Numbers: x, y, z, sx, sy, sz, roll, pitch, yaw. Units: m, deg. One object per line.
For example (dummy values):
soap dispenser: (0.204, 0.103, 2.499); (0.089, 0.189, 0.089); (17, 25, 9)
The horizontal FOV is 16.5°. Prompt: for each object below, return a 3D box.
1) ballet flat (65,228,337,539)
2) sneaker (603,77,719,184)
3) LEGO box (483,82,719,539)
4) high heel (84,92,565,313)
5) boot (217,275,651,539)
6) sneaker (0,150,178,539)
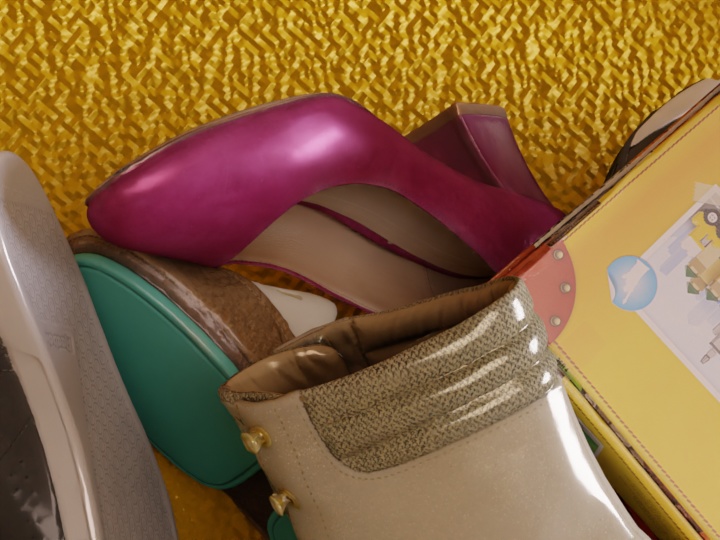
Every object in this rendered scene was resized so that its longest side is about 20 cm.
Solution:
ballet flat: (-0.016, 0.053, 0.805); (0.200, 0.068, 0.072); (47, 49, -4)
sneaker: (0.181, -0.019, 0.855); (0.198, 0.075, 0.085); (0, 39, -18)
LEGO box: (0.146, 0.043, 0.768); (0.149, 0.077, 0.200); (-39, 86, -15)
high heel: (0.000, 0.000, 0.786); (0.199, 0.067, 0.097); (-4, 68, -54)
boot: (-0.006, 0.099, 0.735); (0.199, 0.072, 0.155); (-25, 105, 19)
sneaker: (-0.121, 0.067, 0.768); (0.098, 0.071, 0.202); (-13, 108, 14)
